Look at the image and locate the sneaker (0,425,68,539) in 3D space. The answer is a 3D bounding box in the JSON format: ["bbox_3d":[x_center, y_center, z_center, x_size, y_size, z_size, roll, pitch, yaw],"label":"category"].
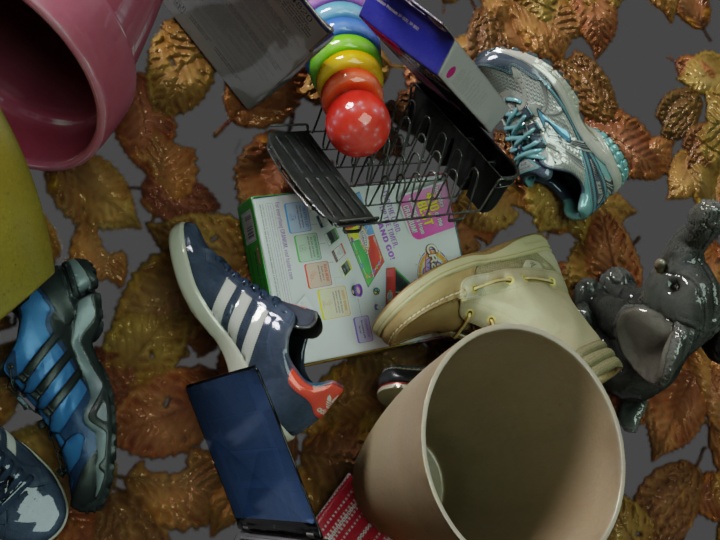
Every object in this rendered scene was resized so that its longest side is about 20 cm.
[{"bbox_3d":[-0.295,0.132,0.828,0.200,0.084,0.075,44,66,-12],"label":"sneaker"}]

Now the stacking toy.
[{"bbox_3d":[-0.013,-0.173,0.963,0.085,0.086,0.201,14,39,-22],"label":"stacking toy"}]

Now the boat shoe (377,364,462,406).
[{"bbox_3d":[0.105,0.101,1.029,0.198,0.071,0.063,7,69,-23],"label":"boat shoe"}]

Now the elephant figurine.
[{"bbox_3d":[0.289,0.047,1.052,0.155,0.200,0.142,40,67,-13],"label":"elephant figurine"}]

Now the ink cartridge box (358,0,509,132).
[{"bbox_3d":[0.059,-0.184,0.951,0.095,0.200,0.037,42,94,24],"label":"ink cartridge box"}]

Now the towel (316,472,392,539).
[{"bbox_3d":[0.020,0.295,0.980,0.200,0.022,0.145,43,68,-10],"label":"towel"}]

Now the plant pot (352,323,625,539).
[{"bbox_3d":[0.078,0.160,0.912,0.186,0.200,0.189,10,68,-27],"label":"plant pot"}]

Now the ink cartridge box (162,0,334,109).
[{"bbox_3d":[-0.109,-0.246,0.921,0.041,0.200,0.200,-42,100,-24],"label":"ink cartridge box"}]

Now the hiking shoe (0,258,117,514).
[{"bbox_3d":[-0.240,0.092,0.876,0.086,0.074,0.202,-6,73,-18],"label":"hiking shoe"}]

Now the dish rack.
[{"bbox_3d":[0.022,-0.101,0.990,0.199,0.055,0.154,-8,44,-33],"label":"dish rack"}]

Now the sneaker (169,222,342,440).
[{"bbox_3d":[-0.082,0.036,0.915,0.084,0.075,0.201,-31,79,4],"label":"sneaker"}]

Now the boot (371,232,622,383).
[{"bbox_3d":[0.122,0.064,0.977,0.199,0.073,0.156,-19,70,-32],"label":"boot"}]

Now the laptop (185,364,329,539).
[{"bbox_3d":[-0.114,0.195,0.844,0.116,0.187,0.201,36,68,-14],"label":"laptop"}]

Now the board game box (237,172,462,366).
[{"bbox_3d":[0.000,0.000,1.014,0.198,0.040,0.155,-8,84,-26],"label":"board game box"}]

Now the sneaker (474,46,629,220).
[{"bbox_3d":[0.180,-0.133,1.105,0.200,0.078,0.087,43,69,-12],"label":"sneaker"}]

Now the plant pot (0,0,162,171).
[{"bbox_3d":[-0.241,-0.209,0.868,0.200,0.200,0.180,39,52,-14],"label":"plant pot"}]

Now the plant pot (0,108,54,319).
[{"bbox_3d":[-0.301,-0.019,0.790,0.200,0.200,0.142,-44,101,-25],"label":"plant pot"}]
